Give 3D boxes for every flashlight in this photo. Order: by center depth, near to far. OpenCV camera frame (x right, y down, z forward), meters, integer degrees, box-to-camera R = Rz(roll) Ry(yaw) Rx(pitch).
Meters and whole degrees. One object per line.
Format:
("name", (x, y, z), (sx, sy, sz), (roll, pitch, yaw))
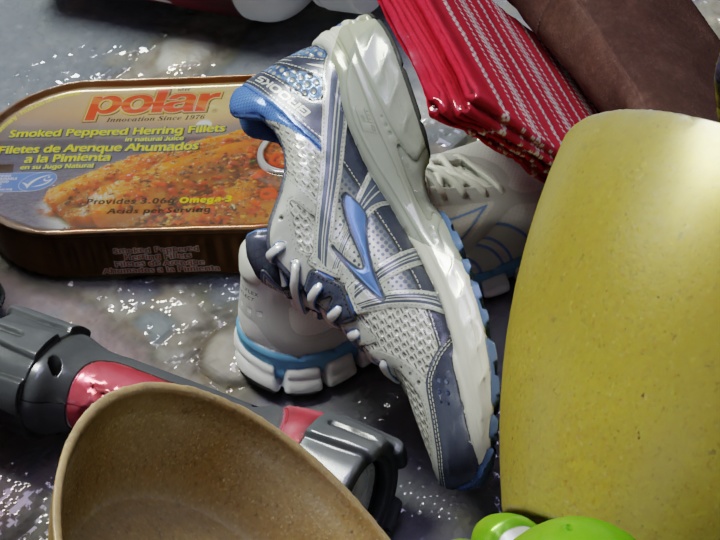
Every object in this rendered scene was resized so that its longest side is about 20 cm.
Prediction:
("flashlight", (-0.081, 0.069, 0.782), (0.199, 0.068, 0.068), (18, 61, 22))

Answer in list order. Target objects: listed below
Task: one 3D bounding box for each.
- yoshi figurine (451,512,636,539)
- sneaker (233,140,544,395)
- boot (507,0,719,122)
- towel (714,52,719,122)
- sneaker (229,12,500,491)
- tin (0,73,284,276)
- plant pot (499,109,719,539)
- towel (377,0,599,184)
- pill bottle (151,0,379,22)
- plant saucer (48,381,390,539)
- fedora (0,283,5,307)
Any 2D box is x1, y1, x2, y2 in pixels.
("yoshi figurine", (0.095, 0.159, 0.601), (0.200, 0.112, 0.112), (52, 29, 16))
("sneaker", (0.026, -0.025, 0.846), (0.199, 0.087, 0.075), (-34, 49, -26))
("boot", (0.124, -0.094, 0.827), (0.072, 0.200, 0.167), (-42, 20, 19))
("towel", (0.190, -0.037, 0.691), (0.144, 0.200, 0.023), (42, 92, 13))
("sneaker", (0.000, 0.000, 0.767), (0.085, 0.077, 0.201), (-18, 76, -1))
("tin", (-0.093, -0.048, 0.917), (0.198, 0.042, 0.113), (-1, 50, 6))
("plant pot", (0.130, 0.056, 0.703), (0.199, 0.200, 0.142), (24, 74, 27))
("towel", (0.079, -0.074, 0.835), (0.022, 0.200, 0.145), (-42, 44, 20))
("pill bottle", (-0.082, -0.198, 1.007), (0.199, 0.113, 0.113), (13, 49, 19))
("plant saucer", (-0.032, 0.128, 0.584), (0.035, 0.200, 0.201), (-38, 41, 22))
("fedora", (-0.249, -0.034, 0.819), (0.199, 0.092, 0.201), (12, 9, -2))
